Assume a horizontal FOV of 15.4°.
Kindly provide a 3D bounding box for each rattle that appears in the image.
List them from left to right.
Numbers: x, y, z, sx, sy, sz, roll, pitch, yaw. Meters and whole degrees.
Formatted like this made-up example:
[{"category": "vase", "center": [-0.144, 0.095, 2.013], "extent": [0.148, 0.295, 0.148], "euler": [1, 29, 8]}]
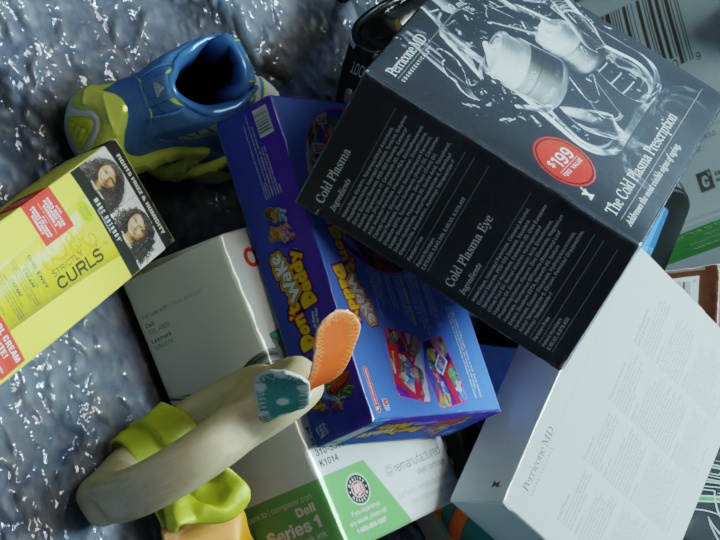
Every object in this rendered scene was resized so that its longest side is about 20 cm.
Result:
[{"category": "rattle", "center": [-0.049, 0.117, 1.445], "extent": [0.130, 0.199, 0.144], "euler": [-17, 84, -56]}]

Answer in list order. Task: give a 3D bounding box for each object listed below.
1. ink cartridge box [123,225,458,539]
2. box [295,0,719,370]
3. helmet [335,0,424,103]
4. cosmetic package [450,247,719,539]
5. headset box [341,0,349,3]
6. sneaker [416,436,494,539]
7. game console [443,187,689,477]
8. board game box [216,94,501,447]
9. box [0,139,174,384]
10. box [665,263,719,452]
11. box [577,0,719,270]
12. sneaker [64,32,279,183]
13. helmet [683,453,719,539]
[{"category": "ink cartridge box", "center": [-0.039, 0.070, 1.595], "extent": [0.146, 0.084, 0.201], "euler": [-18, 85, -58]}, {"category": "box", "center": [0.091, -0.071, 1.551], "extent": [0.182, 0.104, 0.200], "euler": [31, 35, 4]}, {"category": "helmet", "center": [0.080, -0.083, 1.764], "extent": [0.200, 0.199, 0.192], "euler": [-51, 138, -54]}, {"category": "cosmetic package", "center": [0.152, 0.097, 1.651], "extent": [0.151, 0.052, 0.201], "euler": [44, 60, -34]}, {"category": "headset box", "center": [0.042, -0.297, 1.837], "extent": [0.077, 0.199, 0.150], "euler": [30, 48, -42]}, {"category": "sneaker", "center": [0.067, 0.130, 1.708], "extent": [0.200, 0.080, 0.071], "euler": [55, 34, -15]}, {"category": "game console", "center": [0.139, 0.041, 1.688], "extent": [0.199, 0.116, 0.177], "euler": [7, 53, -42]}, {"category": "board game box", "center": [0.000, 0.000, 1.576], "extent": [0.134, 0.045, 0.201], "euler": [1, 67, -54]}, {"category": "box", "center": [-0.182, -0.001, 1.470], "extent": [0.076, 0.050, 0.200], "euler": [61, 34, -9]}, {"category": "box", "center": [0.227, 0.089, 1.884], "extent": [0.075, 0.100, 0.200], "euler": [-80, 157, -43]}, {"category": "box", "center": [0.256, -0.116, 2.025], "extent": [0.171, 0.198, 0.201], "euler": [3, 69, -54]}, {"category": "sneaker", "center": [-0.085, -0.099, 1.619], "extent": [0.200, 0.105, 0.076], "euler": [-18, 85, -56]}, {"category": "helmet", "center": [0.243, 0.218, 1.808], "extent": [0.200, 0.199, 0.191], "euler": [-58, 134, -52]}]
